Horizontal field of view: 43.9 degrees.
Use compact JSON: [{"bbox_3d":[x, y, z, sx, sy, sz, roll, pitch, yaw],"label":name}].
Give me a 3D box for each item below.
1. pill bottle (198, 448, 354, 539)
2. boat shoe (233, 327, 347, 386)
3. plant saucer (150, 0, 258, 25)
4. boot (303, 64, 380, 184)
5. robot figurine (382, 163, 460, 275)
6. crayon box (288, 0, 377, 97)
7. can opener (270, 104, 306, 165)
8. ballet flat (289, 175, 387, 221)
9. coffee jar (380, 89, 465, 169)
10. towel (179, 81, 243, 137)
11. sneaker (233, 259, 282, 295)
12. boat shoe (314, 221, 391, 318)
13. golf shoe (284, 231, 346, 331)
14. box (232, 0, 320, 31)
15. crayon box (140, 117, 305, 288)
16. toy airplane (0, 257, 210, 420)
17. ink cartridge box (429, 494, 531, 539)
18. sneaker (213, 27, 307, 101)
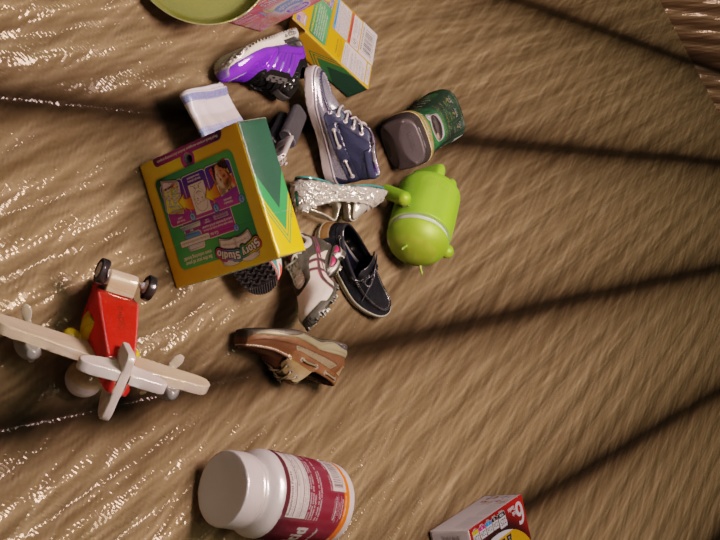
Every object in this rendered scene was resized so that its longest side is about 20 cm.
[{"bbox_3d":[-0.111,0.302,1.195,0.199,0.114,0.115,24,61,-45],"label":"pill bottle"},{"bbox_3d":[-0.096,0.128,1.301,0.199,0.075,0.075,18,74,-42],"label":"boat shoe"},{"bbox_3d":[-0.229,-0.441,1.281,0.198,0.031,0.202,3,80,-15],"label":"plant saucer"},{"bbox_3d":[-0.027,-0.240,1.457,0.073,0.090,0.201,-58,138,-60],"label":"boot"},{"bbox_3d":[0.113,-0.095,1.598,0.176,0.115,0.201,47,46,-38],"label":"robot figurine"},{"bbox_3d":[-0.057,-0.409,1.536,0.200,0.051,0.127,35,53,-41],"label":"crayon box"},{"bbox_3d":[-0.123,-0.206,1.342,0.067,0.052,0.200,59,21,-20],"label":"can opener"},{"bbox_3d":[-0.037,-0.111,1.461,0.199,0.071,0.072,3,76,-43],"label":"ballet flat"},{"bbox_3d":[0.117,-0.265,1.682,0.200,0.085,0.105,-40,113,-50],"label":"coffee jar"},{"bbox_3d":[-0.179,-0.175,1.278,0.201,0.024,0.147,61,18,-7],"label":"towel"},{"bbox_3d":[-0.175,-0.063,1.282,0.201,0.070,0.093,59,14,-8],"label":"sneaker"},{"bbox_3d":[0.000,0.000,1.472,0.201,0.062,0.075,56,40,-26],"label":"boat shoe"},{"bbox_3d":[-0.080,0.016,1.340,0.088,0.077,0.201,33,27,-16],"label":"golf shoe"},{"bbox_3d":[-0.119,-0.450,1.350,0.094,0.199,0.104,0,78,-51],"label":"box"},{"bbox_3d":[-0.181,-0.083,1.156,0.058,0.199,0.174,-22,96,-51],"label":"crayon box"},{"bbox_3d":[-0.290,0.099,1.013,0.200,0.141,0.199,43,24,10],"label":"toy airplane"},{"bbox_3d":[0.224,0.510,1.574,0.199,0.083,0.177,-11,88,-53],"label":"ink cartridge box"},{"bbox_3d":[-0.140,-0.307,1.386,0.200,0.069,0.100,-39,112,-49],"label":"sneaker"}]
